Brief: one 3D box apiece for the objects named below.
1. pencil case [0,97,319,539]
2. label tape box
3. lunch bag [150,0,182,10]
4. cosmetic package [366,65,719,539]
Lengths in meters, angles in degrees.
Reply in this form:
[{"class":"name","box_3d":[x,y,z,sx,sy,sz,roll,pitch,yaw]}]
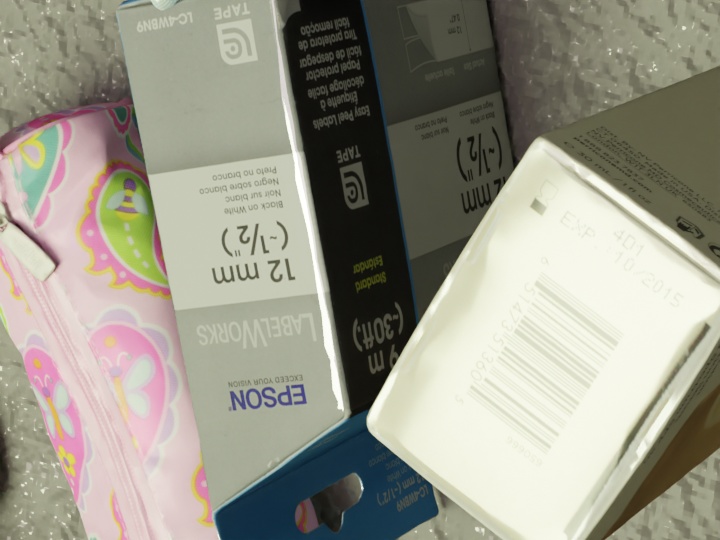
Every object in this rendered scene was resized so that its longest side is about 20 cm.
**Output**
[{"class":"pencil case","box_3d":[-0.084,0.036,0.924,0.087,0.087,0.201,-25,89,30]},{"class":"label tape box","box_3d":[0.000,0.000,0.834,0.066,0.143,0.202,-8,97,30]},{"class":"lunch bag","box_3d":[-0.033,-0.199,0.778,0.127,0.200,0.170,39,116,-8]},{"class":"cosmetic package","box_3d":[0.093,0.005,0.752,0.071,0.200,0.106,38,117,15]}]
